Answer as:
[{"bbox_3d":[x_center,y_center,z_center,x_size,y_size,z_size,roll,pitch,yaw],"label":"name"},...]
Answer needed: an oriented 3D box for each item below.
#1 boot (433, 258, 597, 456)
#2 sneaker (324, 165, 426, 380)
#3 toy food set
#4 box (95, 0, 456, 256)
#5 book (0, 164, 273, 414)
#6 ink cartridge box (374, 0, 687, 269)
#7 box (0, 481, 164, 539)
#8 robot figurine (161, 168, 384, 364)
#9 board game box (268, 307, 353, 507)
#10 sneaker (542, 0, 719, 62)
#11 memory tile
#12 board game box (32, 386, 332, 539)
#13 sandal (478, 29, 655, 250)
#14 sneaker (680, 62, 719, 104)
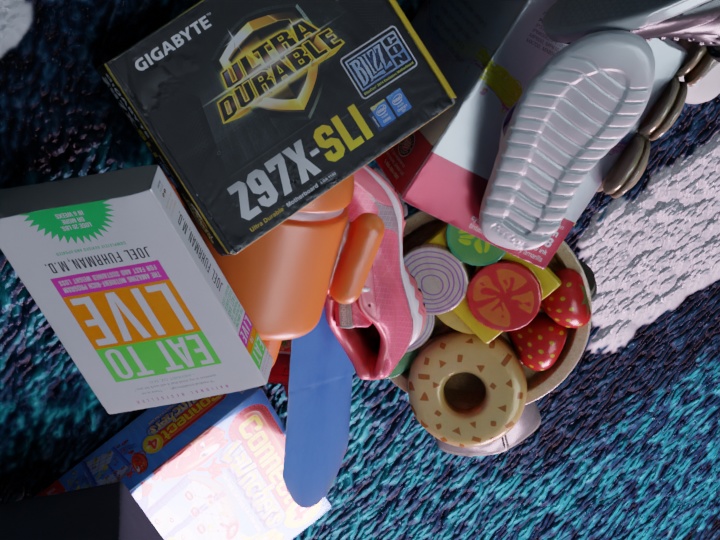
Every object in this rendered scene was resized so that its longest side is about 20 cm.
[{"bbox_3d":[0.131,0.079,2.007,0.181,0.073,0.200,-9,134,13],"label":"boot"},{"bbox_3d":[0.000,0.000,1.795,0.087,0.073,0.201,-66,144,-47],"label":"sneaker"},{"bbox_3d":[0.087,0.035,1.889,0.200,0.049,0.198,-40,104,22],"label":"toy food set"},{"bbox_3d":[-0.057,-0.129,1.616,0.200,0.049,0.160,-34,99,-13],"label":"box"},{"bbox_3d":[-0.160,0.013,1.644,0.133,0.048,0.200,-9,133,24],"label":"book"},{"bbox_3d":[0.116,-0.138,1.735,0.144,0.145,0.200,25,107,-27],"label":"ink cartridge box"},{"bbox_3d":[-0.232,0.267,1.783,0.181,0.104,0.200,-10,143,12],"label":"box"},{"bbox_3d":[-0.072,-0.028,1.710,0.116,0.144,0.201,-13,125,-51],"label":"robot figurine"},{"bbox_3d":[-0.048,0.087,1.857,0.158,0.039,0.201,-12,107,-72],"label":"board game box"},{"bbox_3d":[0.232,-0.171,1.627,0.199,0.071,0.099,-17,131,4],"label":"sneaker"},{"bbox_3d":[0.212,-0.128,1.774,0.017,0.200,0.154,30,92,-11],"label":"memory tile"},{"bbox_3d":[-0.141,0.191,1.901,0.196,0.056,0.200,-38,142,-9],"label":"board game box"},{"bbox_3d":[0.136,-0.100,1.642,0.082,0.050,0.203,19,128,-17],"label":"sandal"},{"bbox_3d":[0.274,-0.184,1.921,0.073,0.085,0.200,-46,144,-2],"label":"sneaker"}]
